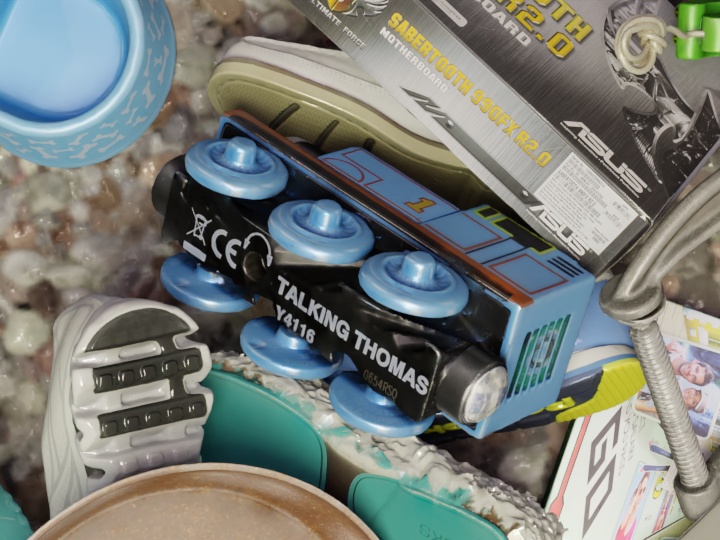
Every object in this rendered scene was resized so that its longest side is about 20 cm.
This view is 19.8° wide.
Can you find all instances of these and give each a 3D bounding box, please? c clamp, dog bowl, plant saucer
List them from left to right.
[{"bbox_3d":[-0.187,-0.126,0.997,0.199,0.050,0.112,24,87,1],"label":"dog bowl"},{"bbox_3d":[-0.073,0.171,0.859,0.200,0.034,0.201,-5,106,-17],"label":"plant saucer"},{"bbox_3d":[0.157,0.047,0.918,0.171,0.027,0.200,-29,127,-14],"label":"c clamp"}]

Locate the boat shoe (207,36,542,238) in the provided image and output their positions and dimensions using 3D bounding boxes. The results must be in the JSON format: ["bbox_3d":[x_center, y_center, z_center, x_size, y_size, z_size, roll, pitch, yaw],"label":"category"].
[{"bbox_3d":[0.027,-0.073,0.984,0.199,0.075,0.069,21,64,-10],"label":"boat shoe"}]

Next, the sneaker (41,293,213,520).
[{"bbox_3d":[-0.104,0.106,0.898,0.075,0.081,0.201,-4,102,-30],"label":"sneaker"}]

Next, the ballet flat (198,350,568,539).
[{"bbox_3d":[0.004,0.091,0.903,0.200,0.072,0.072,28,88,27],"label":"ballet flat"}]

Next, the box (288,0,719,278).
[{"bbox_3d":[0.075,-0.107,0.944,0.200,0.158,0.048,44,129,3],"label":"box"}]

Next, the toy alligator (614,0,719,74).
[{"bbox_3d":[0.174,-0.114,0.960,0.199,0.054,0.060,-9,105,-37],"label":"toy alligator"}]

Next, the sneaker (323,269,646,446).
[{"bbox_3d":[0.033,0.037,0.976,0.199,0.074,0.083,-10,72,7],"label":"sneaker"}]

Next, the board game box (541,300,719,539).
[{"bbox_3d":[0.154,0.123,0.992,0.134,0.029,0.201,19,88,2],"label":"board game box"}]

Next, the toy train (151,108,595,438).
[{"bbox_3d":[0.000,0.000,0.900,0.200,0.114,0.087,33,122,31],"label":"toy train"}]

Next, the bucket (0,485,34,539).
[{"bbox_3d":[-0.237,0.167,0.899,0.207,0.135,0.208,-10,76,43],"label":"bucket"}]

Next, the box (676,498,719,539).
[{"bbox_3d":[0.226,0.197,0.910,0.109,0.128,0.200,-43,107,0],"label":"box"}]
